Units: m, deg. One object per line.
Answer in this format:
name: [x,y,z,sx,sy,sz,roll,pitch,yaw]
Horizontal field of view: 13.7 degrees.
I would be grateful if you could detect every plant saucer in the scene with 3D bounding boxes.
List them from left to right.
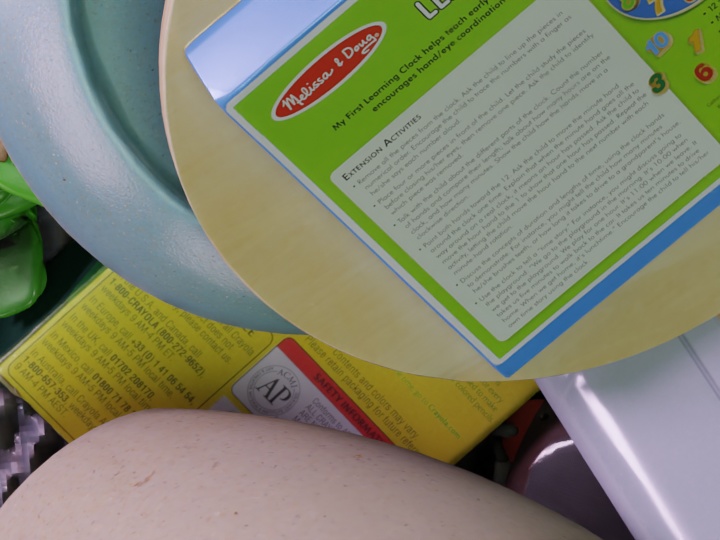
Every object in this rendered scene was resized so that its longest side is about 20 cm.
plant saucer: [-0.006,-0.081,0.795,0.200,0.027,0.200,-2,97,-20]

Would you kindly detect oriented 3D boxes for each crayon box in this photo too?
crayon box: [0.000,0.000,0.922,0.200,0.051,0.127,-41,110,5]

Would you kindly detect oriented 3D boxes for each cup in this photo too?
cup: [-0.034,0.120,0.837,0.200,0.143,0.200,-34,145,-28]

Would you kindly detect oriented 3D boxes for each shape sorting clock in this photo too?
shape sorting clock: [0.047,-0.059,0.760,0.200,0.039,0.200,-9,125,-12]

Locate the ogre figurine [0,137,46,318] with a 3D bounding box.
ogre figurine: [-0.113,-0.028,0.859,0.200,0.120,0.098,-39,111,5]

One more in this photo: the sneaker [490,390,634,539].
sneaker: [0.070,0.078,0.961,0.082,0.077,0.200,39,101,10]

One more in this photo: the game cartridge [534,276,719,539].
game cartridge: [0.149,0.005,0.817,0.200,0.133,0.042,-34,152,5]
